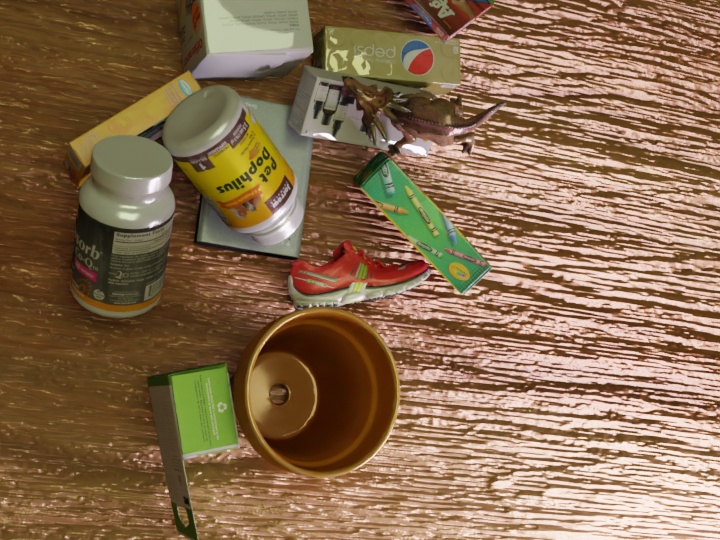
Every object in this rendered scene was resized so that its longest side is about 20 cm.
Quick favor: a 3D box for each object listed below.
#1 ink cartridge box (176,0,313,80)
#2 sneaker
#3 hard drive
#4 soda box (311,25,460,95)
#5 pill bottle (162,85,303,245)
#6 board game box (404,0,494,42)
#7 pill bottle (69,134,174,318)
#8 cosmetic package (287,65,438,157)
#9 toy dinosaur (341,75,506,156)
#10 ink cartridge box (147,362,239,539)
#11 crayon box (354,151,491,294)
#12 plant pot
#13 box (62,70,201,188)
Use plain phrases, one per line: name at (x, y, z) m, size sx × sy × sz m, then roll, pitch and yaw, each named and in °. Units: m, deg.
ink cartridge box at (-0.155, -0.355, 1.634) m, size 0.144 × 0.145 × 0.202 m, roll -6°, pitch 86°, yaw -20°
sneaker at (0.000, 0.000, 1.688) m, size 0.199 × 0.077 × 0.086 m, roll -9°, pitch 88°, yaw -20°
hard drive at (-0.138, -0.124, 1.676) m, size 0.139 × 0.033 × 0.202 m, roll 9°, pitch 81°, yaw -18°
soda box at (0.035, -0.285, 1.738) m, size 0.198 × 0.064 × 0.068 m, roll 2°, pitch 84°, yaw -20°
pill bottle at (-0.149, -0.123, 1.564) m, size 0.109 × 0.109 × 0.200 m, roll -52°, pitch 134°, yaw -17°
board game box at (0.083, -0.414, 1.758) m, size 0.200 × 0.019 × 0.103 m, roll 47°, pitch 61°, yaw 5°
pill bottle at (-0.283, -0.052, 1.523) m, size 0.115 × 0.117 × 0.201 m, roll 0°, pitch 127°, yaw -19°
cosmetic package at (0.009, -0.209, 1.691) m, size 0.199 × 0.051 × 0.083 m, roll 6°, pitch 115°, yaw -30°
toy dinosaur at (0.079, -0.192, 1.614) m, size 0.198 × 0.135 × 0.087 m, roll 5°, pitch 89°, yaw 18°
ink cartridge box at (-0.197, 0.220, 1.558) m, size 0.075 × 0.148 × 0.202 m, roll -10°, pitch 88°, yaw -20°
crayon box at (0.081, -0.065, 1.696) m, size 0.058 × 0.119 × 0.200 m, roll -43°, pitch 100°, yaw 3°
plant pot at (-0.078, 0.153, 1.584) m, size 0.199 × 0.183 × 0.202 m, roll 3°, pitch 83°, yaw -24°
box at (-0.275, -0.181, 1.588) m, size 0.200 × 0.119 × 0.042 m, roll -37°, pitch 93°, yaw -19°
